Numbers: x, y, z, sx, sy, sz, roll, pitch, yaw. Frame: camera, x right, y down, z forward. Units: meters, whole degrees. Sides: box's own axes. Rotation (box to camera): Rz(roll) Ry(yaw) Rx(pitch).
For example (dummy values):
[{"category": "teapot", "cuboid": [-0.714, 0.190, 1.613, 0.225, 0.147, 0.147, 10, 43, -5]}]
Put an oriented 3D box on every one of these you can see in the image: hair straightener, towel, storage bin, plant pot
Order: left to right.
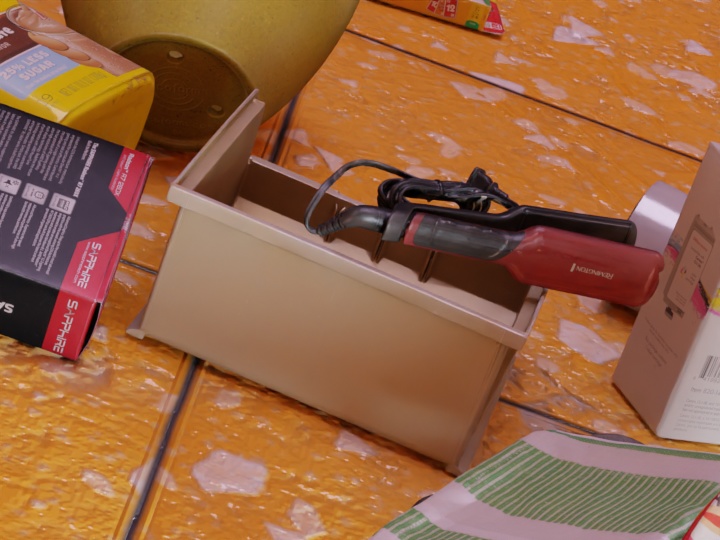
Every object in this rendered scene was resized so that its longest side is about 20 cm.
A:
[{"category": "plant pot", "cuboid": [-0.099, -0.157, 1.716, 0.199, 0.200, 0.142, 17, 50, -9]}, {"category": "storage bin", "cuboid": [0.000, 0.000, 1.542, 0.199, 0.094, 0.199, 22, 24, 4]}, {"category": "hair straightener", "cuboid": [0.060, -0.023, 1.490, 0.199, 0.041, 0.077, 6, 27, -22]}, {"category": "towel", "cuboid": [0.072, 0.122, 1.297, 0.200, 0.023, 0.152, -24, 20, -39]}]

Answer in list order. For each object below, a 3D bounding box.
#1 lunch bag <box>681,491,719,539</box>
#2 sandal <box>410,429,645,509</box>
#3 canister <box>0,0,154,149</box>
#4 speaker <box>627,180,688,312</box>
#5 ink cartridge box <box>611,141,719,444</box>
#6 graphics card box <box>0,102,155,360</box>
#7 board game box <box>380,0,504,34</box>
[{"category": "lunch bag", "cuboid": [0.199, 0.141, 1.299, 0.082, 0.177, 0.200, 31, 26, 23]}, {"category": "sandal", "cuboid": [0.098, 0.111, 1.433, 0.200, 0.055, 0.082, -7, 36, -47]}, {"category": "canister", "cuboid": [-0.234, -0.115, 1.607, 0.200, 0.087, 0.148, 28, 25, 13]}, {"category": "speaker", "cuboid": [0.250, 0.022, 1.717, 0.200, 0.081, 0.081, 27, 24, 14]}, {"category": "ink cartridge box", "cuboid": [0.238, 0.000, 1.602, 0.116, 0.201, 0.068, 8, 26, -27]}, {"category": "graphics card box", "cuboid": [-0.219, -0.039, 1.462, 0.199, 0.051, 0.126, 20, 42, -5]}, {"category": "board game box", "cuboid": [0.015, -0.231, 2.136, 0.199, 0.030, 0.096, 18, 24, -13]}]
